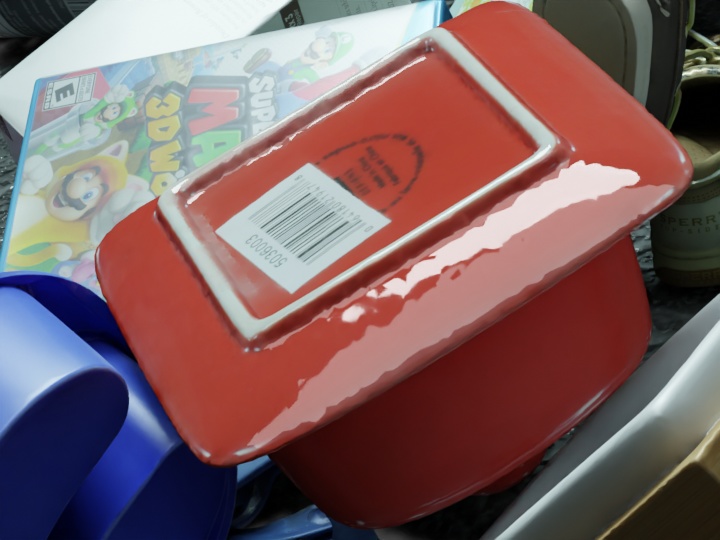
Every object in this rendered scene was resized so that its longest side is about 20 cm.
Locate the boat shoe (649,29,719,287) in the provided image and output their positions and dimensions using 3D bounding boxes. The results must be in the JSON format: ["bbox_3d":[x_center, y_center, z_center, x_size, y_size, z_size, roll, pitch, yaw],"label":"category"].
[{"bbox_3d":[0.168,-0.067,1.205,0.073,0.063,0.200,-7,30,13],"label":"boat shoe"}]

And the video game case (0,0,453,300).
[{"bbox_3d":[-0.059,-0.040,1.102,0.199,0.018,0.144,-9,52,20],"label":"video game case"}]

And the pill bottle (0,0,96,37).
[{"bbox_3d":[-0.197,-0.198,1.548,0.199,0.117,0.116,2,33,27],"label":"pill bottle"}]

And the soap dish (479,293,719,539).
[{"bbox_3d":[0.111,0.078,0.872,0.157,0.081,0.200,-43,-5,-41],"label":"soap dish"}]

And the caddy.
[{"bbox_3d":[-0.140,0.099,0.946,0.105,0.141,0.201,25,82,44],"label":"caddy"}]

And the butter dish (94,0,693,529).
[{"bbox_3d":[0.025,0.020,0.952,0.199,0.148,0.200,-31,31,-5],"label":"butter dish"}]

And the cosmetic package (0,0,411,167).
[{"bbox_3d":[-0.073,-0.095,1.254,0.200,0.113,0.081,-43,58,-12],"label":"cosmetic package"}]

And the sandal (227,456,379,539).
[{"bbox_3d":[-0.051,0.077,1.047,0.199,0.080,0.087,-2,35,25],"label":"sandal"}]

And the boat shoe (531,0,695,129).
[{"bbox_3d":[0.105,-0.073,1.116,0.072,0.201,0.060,32,58,20],"label":"boat shoe"}]

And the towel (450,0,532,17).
[{"bbox_3d":[0.130,-0.177,1.312,0.201,0.048,0.171,-57,20,-6],"label":"towel"}]
